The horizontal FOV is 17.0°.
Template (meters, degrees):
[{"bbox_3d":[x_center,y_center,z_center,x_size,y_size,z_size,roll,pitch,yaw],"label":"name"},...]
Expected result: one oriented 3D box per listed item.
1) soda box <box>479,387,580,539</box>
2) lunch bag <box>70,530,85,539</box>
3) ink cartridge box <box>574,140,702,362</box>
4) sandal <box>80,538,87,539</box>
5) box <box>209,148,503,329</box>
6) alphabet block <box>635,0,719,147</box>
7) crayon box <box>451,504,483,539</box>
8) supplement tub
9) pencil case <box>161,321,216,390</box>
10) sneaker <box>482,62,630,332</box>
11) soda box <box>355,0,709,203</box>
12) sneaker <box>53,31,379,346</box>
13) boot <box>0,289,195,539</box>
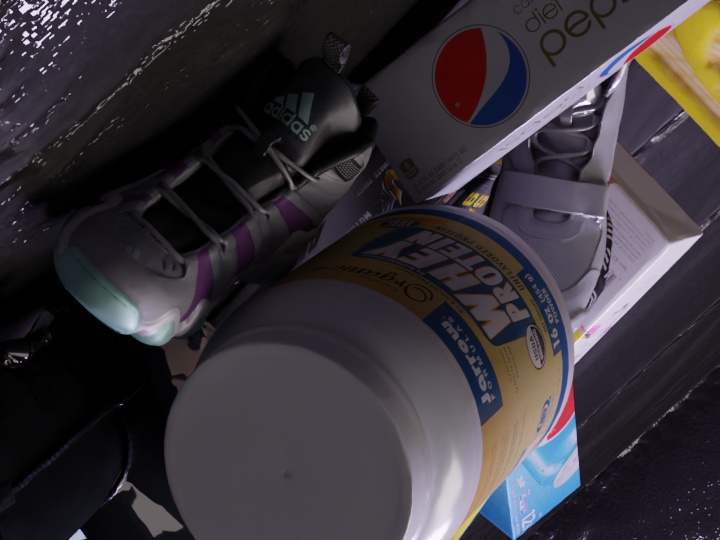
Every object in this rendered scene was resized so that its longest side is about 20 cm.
[{"bbox_3d":[0.089,0.075,1.504,0.064,0.068,0.200,-37,143,-22],"label":"soda box"},{"bbox_3d":[-0.212,0.135,1.177,0.161,0.082,0.200,-52,165,25],"label":"lunch bag"},{"bbox_3d":[0.114,0.005,1.603,0.200,0.117,0.067,-47,166,24],"label":"ink cartridge box"},{"bbox_3d":[-0.156,0.184,1.126,0.200,0.082,0.055,-35,175,-46],"label":"sandal"},{"bbox_3d":[0.000,0.000,1.414,0.200,0.048,0.158,-45,166,12],"label":"box"},{"bbox_3d":[0.287,-0.169,1.382,0.200,0.196,0.195,-38,165,-14],"label":"alphabet block"},{"bbox_3d":[0.025,0.094,1.413,0.118,0.058,0.200,8,149,-12],"label":"crayon box"},{"bbox_3d":[0.007,0.060,1.140,0.145,0.145,0.200,-49,174,28],"label":"supplement tub"},{"bbox_3d":[-0.136,0.106,1.299,0.200,0.078,0.089,-50,168,32],"label":"pencil case"},{"bbox_3d":[0.106,-0.069,1.316,0.115,0.075,0.200,81,17,-63],"label":"sneaker"},{"bbox_3d":[0.093,-0.118,1.196,0.200,0.068,0.064,-37,174,20],"label":"soda box"},{"bbox_3d":[-0.051,-0.049,1.084,0.140,0.078,0.200,-50,174,25],"label":"sneaker"},{"bbox_3d":[-0.133,0.109,1.098,0.073,0.199,0.162,-14,-166,31],"label":"boot"}]
